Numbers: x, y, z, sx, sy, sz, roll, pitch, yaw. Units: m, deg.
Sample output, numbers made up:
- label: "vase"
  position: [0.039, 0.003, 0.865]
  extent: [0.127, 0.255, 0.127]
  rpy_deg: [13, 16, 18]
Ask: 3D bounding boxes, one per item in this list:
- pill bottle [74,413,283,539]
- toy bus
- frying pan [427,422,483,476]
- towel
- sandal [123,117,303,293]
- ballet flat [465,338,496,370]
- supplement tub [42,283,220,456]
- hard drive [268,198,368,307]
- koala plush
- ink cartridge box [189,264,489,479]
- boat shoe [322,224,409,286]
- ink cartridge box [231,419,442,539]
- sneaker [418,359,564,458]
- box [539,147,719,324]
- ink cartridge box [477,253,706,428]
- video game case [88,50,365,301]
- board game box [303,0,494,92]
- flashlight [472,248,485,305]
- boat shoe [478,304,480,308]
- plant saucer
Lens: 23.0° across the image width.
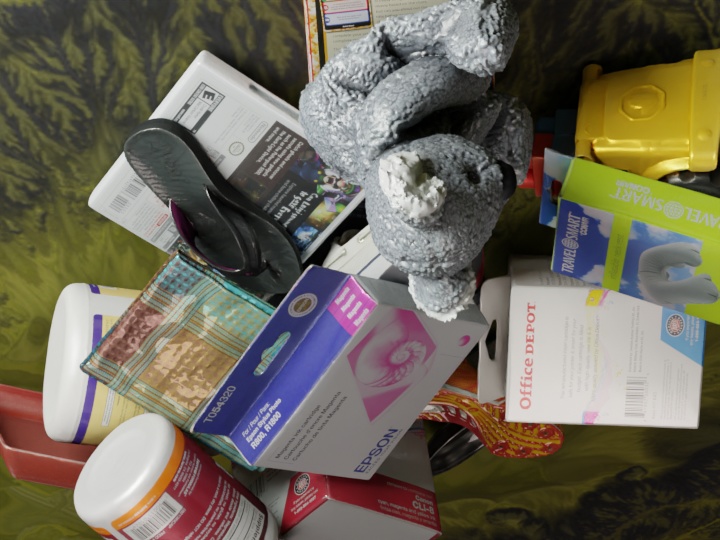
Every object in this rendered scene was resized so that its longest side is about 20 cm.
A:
- label: "pill bottle"
  position: [-0.146, 0.226, 1.557]
  extent: [0.113, 0.113, 0.200]
  rpy_deg: [-30, 121, 25]
- label: "toy bus"
  position: [0.230, -0.080, 1.506]
  extent: [0.190, 0.137, 0.200]
  rpy_deg: [-1, 145, 14]
- label: "frying pan"
  position: [0.078, 0.194, 1.826]
  extent: [0.190, 0.031, 0.115]
  rpy_deg: [-37, 160, 3]
- label: "towel"
  position: [-0.121, 0.083, 1.534]
  extent: [0.199, 0.022, 0.147]
  rpy_deg: [33, 108, -27]
- label: "sandal"
  position: [-0.127, -0.040, 1.479]
  extent: [0.075, 0.048, 0.200]
  rpy_deg: [-26, 122, 31]
- label: "ballet flat"
  position: [0.160, 0.091, 1.740]
  extent: [0.067, 0.063, 0.200]
  rpy_deg: [26, 130, -35]
- label: "supplement tub"
  position: [-0.182, 0.094, 1.625]
  extent: [0.198, 0.146, 0.146]
  rpy_deg: [8, 138, -17]
- label: "hard drive"
  position: [-0.025, -0.039, 1.572]
  extent: [0.134, 0.043, 0.201]
  rpy_deg: [8, 137, -18]
- label: "koala plush"
  position: [0.048, -0.074, 1.343]
  extent: [0.182, 0.201, 0.178]
  rpy_deg: [-10, 143, 5]
- label: "ink cartridge box"
  position: [-0.015, 0.093, 1.513]
  extent: [0.199, 0.043, 0.197]
  rpy_deg: [11, 125, -44]
- label: "boat shoe"
  position: [0.000, 0.000, 1.537]
  extent: [0.070, 0.070, 0.200]
  rpy_deg: [4, 151, -32]
- label: "ink cartridge box"
  position: [-0.030, 0.184, 1.716]
  extent: [0.144, 0.201, 0.145]
  rpy_deg: [21, 134, -33]
- label: "sneaker"
  position: [0.110, 0.120, 1.711]
  extent: [0.199, 0.077, 0.073]
  rpy_deg: [25, 128, -11]
- label: "box"
  position: [0.235, -0.024, 1.433]
  extent: [0.199, 0.048, 0.122]
  rpy_deg: [18, 152, 12]
- label: "ink cartridge box"
  position: [0.206, 0.061, 1.614]
  extent: [0.198, 0.125, 0.130]
  rpy_deg: [3, 105, 3]
- label: "video game case"
  position: [-0.107, -0.072, 1.495]
  extent: [0.181, 0.023, 0.200]
  rpy_deg: [32, 130, -16]
- label: "board game box"
  position: [0.030, -0.206, 1.376]
  extent: [0.150, 0.047, 0.201]
  rpy_deg: [-5, 141, -2]
- label: "flashlight"
  position: [0.086, -0.041, 1.562]
  extent: [0.068, 0.068, 0.201]
  rpy_deg: [-19, 146, -17]
- label: "boat shoe"
  position: [0.042, 0.071, 1.654]
  extent: [0.200, 0.072, 0.070]
  rpy_deg: [-17, 158, -20]
- label: "plant saucer"
  position: [-0.263, 0.167, 1.674]
  extent: [0.199, 0.200, 0.037]
  rpy_deg: [16, 98, -25]
